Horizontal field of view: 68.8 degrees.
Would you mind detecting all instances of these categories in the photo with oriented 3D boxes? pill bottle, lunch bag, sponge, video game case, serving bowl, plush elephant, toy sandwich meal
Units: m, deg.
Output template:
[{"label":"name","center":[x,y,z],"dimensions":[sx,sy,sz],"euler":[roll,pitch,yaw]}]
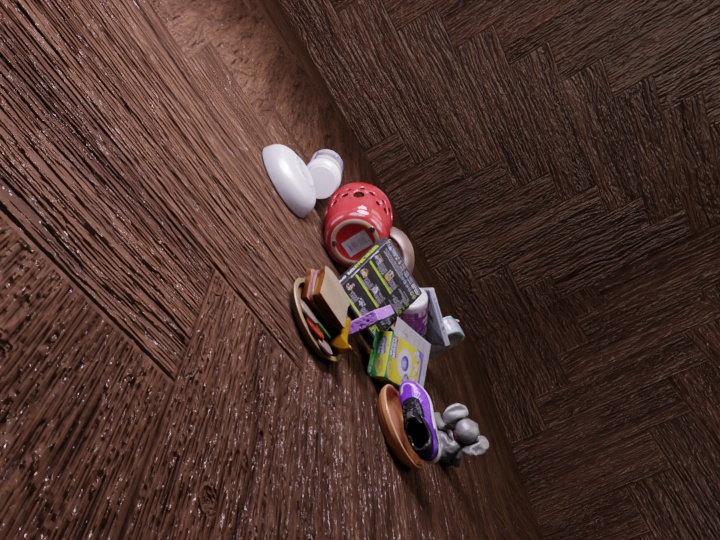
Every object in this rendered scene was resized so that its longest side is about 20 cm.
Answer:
[{"label":"pill bottle","center":[0.152,0.158,1.622],"dimensions":[0.113,0.110,0.203],"euler":[-99,-175,-55]},{"label":"lunch bag","center":[0.260,0.233,1.826],"dimensions":[0.160,0.198,0.078],"euler":[39,25,-57]},{"label":"sponge","center":[0.011,0.122,1.246],"dimensions":[0.030,0.110,0.200],"euler":[65,12,7]},{"label":"video game case","center":[0.197,0.147,1.678],"dimensions":[0.199,0.022,0.185],"euler":[-7,-79,64]},{"label":"serving bowl","center":[-0.170,-0.241,1.355],"dimensions":[0.202,0.065,0.201],"euler":[58,13,-21]},{"label":"plush elephant","center":[0.281,0.475,1.519],"dimensions":[0.167,0.153,0.200],"euler":[66,12,16]},{"label":"pill bottle","center":[-0.111,-0.288,1.578],"dimensions":[0.115,0.113,0.201],"euler":[58,14,-20]},{"label":"toy sandwich meal","center":[-0.069,0.088,1.080],"dimensions":[0.207,0.070,0.206],"euler":[58,13,-22]}]

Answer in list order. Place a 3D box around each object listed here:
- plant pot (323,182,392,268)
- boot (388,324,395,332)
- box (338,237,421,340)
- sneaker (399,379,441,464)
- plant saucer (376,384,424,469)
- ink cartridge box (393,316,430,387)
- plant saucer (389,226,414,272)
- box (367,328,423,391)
[{"label":"plant pot","center":[-0.010,-0.122,1.471],"dimensions":[0.202,0.198,0.183],"euler":[57,19,-22]},{"label":"boot","center":[0.049,0.111,1.528],"dimensions":[0.145,0.071,0.201],"euler":[-105,170,-46]},{"label":"box","center":[0.049,0.050,1.388],"dimensions":[0.201,0.193,0.047],"euler":[55,-17,-28]},{"label":"sneaker","center":[0.129,0.337,1.217],"dimensions":[0.099,0.069,0.202],"euler":[44,22,-50]},{"label":"plant saucer","center":[0.090,0.369,1.238],"dimensions":[0.202,0.037,0.201],"euler":[59,12,-21]},{"label":"ink cartridge box","center":[0.120,0.241,1.452],"dimensions":[0.199,0.056,0.165],"euler":[38,57,-40]},{"label":"plant saucer","center":[0.066,-0.035,1.596],"dimensions":[0.203,0.198,0.032],"euler":[64,23,8]},{"label":"box","center":[0.090,0.233,1.335],"dimensions":[0.199,0.048,0.119],"euler":[36,58,-44]}]
